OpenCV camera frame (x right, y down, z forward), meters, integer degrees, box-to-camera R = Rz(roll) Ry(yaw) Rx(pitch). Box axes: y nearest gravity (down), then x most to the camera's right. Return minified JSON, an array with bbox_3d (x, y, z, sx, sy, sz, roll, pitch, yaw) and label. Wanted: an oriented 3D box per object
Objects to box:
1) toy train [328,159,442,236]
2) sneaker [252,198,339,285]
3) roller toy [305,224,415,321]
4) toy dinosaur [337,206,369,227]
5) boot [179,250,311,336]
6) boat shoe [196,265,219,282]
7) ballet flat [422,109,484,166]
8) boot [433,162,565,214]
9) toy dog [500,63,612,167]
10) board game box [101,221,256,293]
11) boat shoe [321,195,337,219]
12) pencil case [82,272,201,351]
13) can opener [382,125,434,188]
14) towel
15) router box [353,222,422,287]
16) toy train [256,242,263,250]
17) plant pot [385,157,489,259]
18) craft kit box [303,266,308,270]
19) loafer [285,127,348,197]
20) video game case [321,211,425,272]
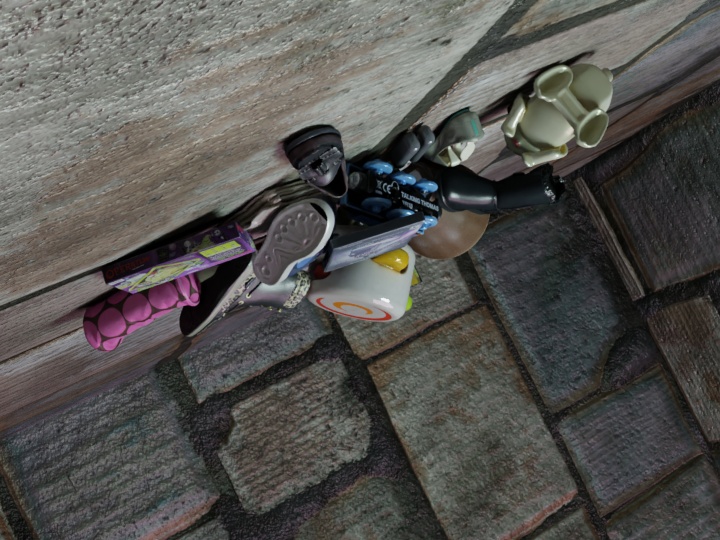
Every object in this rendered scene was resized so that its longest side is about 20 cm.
[{"bbox_3d":[0.038,-0.108,1.481,0.199,0.087,0.114,16,159,-42],"label":"toy train"},{"bbox_3d":[-0.072,-0.066,1.420,0.146,0.081,0.200,-41,176,-46],"label":"sneaker"},{"bbox_3d":[0.000,0.000,1.650,0.181,0.141,0.200,9,166,12],"label":"roller toy"},{"bbox_3d":[-0.021,-0.078,1.740,0.200,0.088,0.048,-51,-157,32],"label":"toy dinosaur"},{"bbox_3d":[-0.192,0.051,1.578,0.153,0.074,0.204,21,122,-44],"label":"boot"},{"bbox_3d":[-0.267,0.015,1.646,0.199,0.072,0.062,-18,-176,-44],"label":"boat shoe"},{"bbox_3d":[0.148,-0.203,1.560,0.067,0.064,0.200,-25,176,-17],"label":"ballet flat"},{"bbox_3d":[0.238,-0.143,1.591,0.167,0.077,0.200,-10,169,35],"label":"boot"},{"bbox_3d":[0.312,-0.261,1.572,0.194,0.139,0.200,-53,-171,-27],"label":"toy dog"},{"bbox_3d":[-0.256,-0.016,1.354,0.199,0.032,0.120,-19,167,2],"label":"board game box"},{"bbox_3d":[-0.102,-0.074,1.554,0.072,0.066,0.200,9,145,-25],"label":"boat shoe"},{"bbox_3d":[-0.349,0.057,1.529,0.199,0.091,0.094,-26,141,17],"label":"pencil case"},{"bbox_3d":[0.080,-0.170,1.511,0.053,0.067,0.200,-26,177,-13],"label":"can opener"},{"bbox_3d":[-0.143,-0.082,1.434,0.132,0.035,0.200,-22,174,-45],"label":"towel"},{"bbox_3d":[0.044,-0.051,1.840,0.052,0.201,0.157,-27,177,13],"label":"router box"},{"bbox_3d":[-0.105,-0.065,1.687,0.200,0.085,0.116,-41,-177,44],"label":"toy train"},{"bbox_3d":[0.119,-0.128,1.693,0.186,0.188,0.200,-28,163,15],"label":"plant pot"},{"bbox_3d":[-0.114,-0.033,1.886,0.197,0.049,0.200,-30,-171,9],"label":"craft kit box"},{"bbox_3d":[-0.044,-0.134,1.204,0.072,0.063,0.200,-27,176,5],"label":"loafer"},{"bbox_3d":[0.015,-0.041,1.442,0.142,0.019,0.200,-18,172,-9],"label":"video game case"}]
